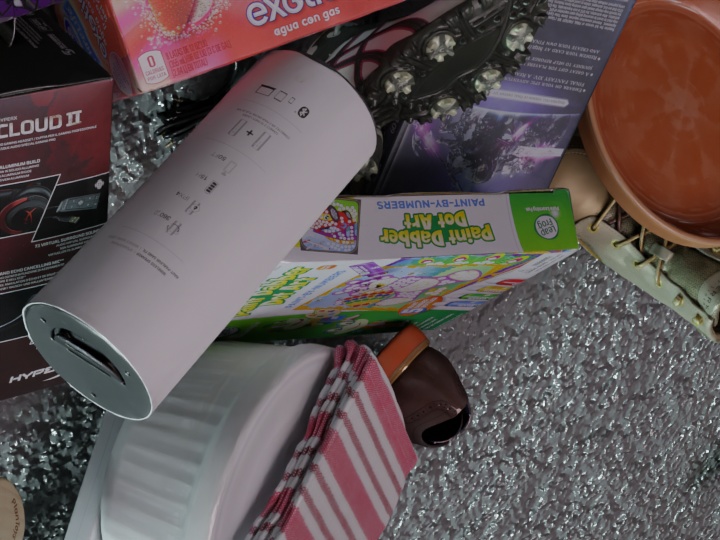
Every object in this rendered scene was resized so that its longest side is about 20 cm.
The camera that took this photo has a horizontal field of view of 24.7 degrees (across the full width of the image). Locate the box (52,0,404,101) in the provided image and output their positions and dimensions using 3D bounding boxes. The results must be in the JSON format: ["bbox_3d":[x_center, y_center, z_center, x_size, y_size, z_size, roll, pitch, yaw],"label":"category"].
[{"bbox_3d":[-0.060,-0.166,0.891,0.200,0.103,0.095,-23,100,-22],"label":"box"}]

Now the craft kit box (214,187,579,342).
[{"bbox_3d":[0.000,0.000,1.017,0.197,0.049,0.200,0,164,-24],"label":"craft kit box"}]

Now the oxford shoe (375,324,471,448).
[{"bbox_3d":[0.034,0.103,1.158,0.071,0.073,0.200,-46,170,-13],"label":"oxford shoe"}]

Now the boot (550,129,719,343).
[{"bbox_3d":[0.208,-0.021,1.187,0.072,0.155,0.200,-53,137,7],"label":"boot"}]

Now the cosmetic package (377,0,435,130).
[{"bbox_3d":[0.075,-0.178,1.029,0.101,0.071,0.200,-10,126,-32],"label":"cosmetic package"}]

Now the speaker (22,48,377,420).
[{"bbox_3d":[-0.078,-0.021,0.831,0.200,0.081,0.081,-51,143,-30],"label":"speaker"}]

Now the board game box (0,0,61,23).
[{"bbox_3d":[-0.254,-0.130,0.775,0.200,0.120,0.032,-25,131,-22],"label":"board game box"}]

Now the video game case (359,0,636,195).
[{"bbox_3d":[0.086,-0.109,1.023,0.143,0.019,0.200,3,121,-39],"label":"video game case"}]

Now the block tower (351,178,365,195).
[{"bbox_3d":[-0.023,-0.048,1.052,0.200,0.054,0.058,3,140,-39],"label":"block tower"}]

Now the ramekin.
[{"bbox_3d":[-0.080,0.137,1.040,0.202,0.094,0.203,-38,134,-52],"label":"ramekin"}]

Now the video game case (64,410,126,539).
[{"bbox_3d":[-0.136,0.185,1.084,0.182,0.024,0.200,28,77,-62],"label":"video game case"}]

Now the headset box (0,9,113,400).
[{"bbox_3d":[-0.194,-0.056,0.855,0.075,0.149,0.200,-15,128,-31],"label":"headset box"}]

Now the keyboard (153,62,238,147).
[{"bbox_3d":[-0.074,-0.143,0.978,0.200,0.021,0.127,-24,133,-21],"label":"keyboard"}]

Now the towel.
[{"bbox_3d":[-0.026,0.160,1.023,0.200,0.030,0.146,-61,153,-25],"label":"towel"}]

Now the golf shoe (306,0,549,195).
[{"bbox_3d":[0.013,-0.119,0.942,0.200,0.088,0.077,-34,145,22],"label":"golf shoe"}]

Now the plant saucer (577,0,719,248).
[{"bbox_3d":[0.227,-0.114,1.148,0.200,0.032,0.201,7,77,-30],"label":"plant saucer"}]

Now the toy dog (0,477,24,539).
[{"bbox_3d":[-0.231,0.184,1.052,0.132,0.096,0.200,8,134,7],"label":"toy dog"}]
